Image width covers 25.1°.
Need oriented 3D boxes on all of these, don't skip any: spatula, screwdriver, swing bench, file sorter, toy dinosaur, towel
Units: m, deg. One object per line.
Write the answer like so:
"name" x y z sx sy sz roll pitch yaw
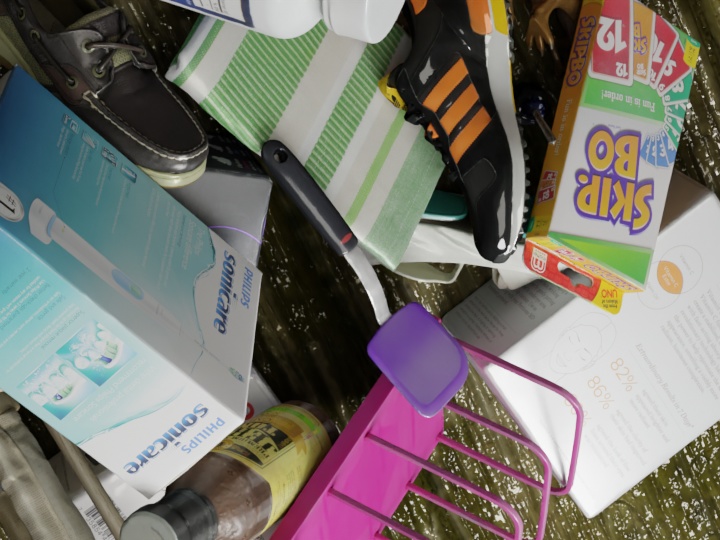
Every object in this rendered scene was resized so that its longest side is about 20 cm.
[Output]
"spatula" 0.000 0.000 1.020 0.056 0.020 0.201 -42 104 -29
"screwdriver" 0.119 -0.101 1.047 0.029 0.200 0.028 -22 102 1
"swing bench" -0.228 0.176 0.995 0.199 0.130 0.200 -33 87 -2
"file sorter" 0.048 0.162 1.057 0.201 0.124 0.140 -54 156 -31
"toy dinosaur" 0.143 -0.198 1.109 0.106 0.060 0.202 -26 115 -31
"towel" -0.021 -0.119 1.056 0.200 0.023 0.154 40 59 -24

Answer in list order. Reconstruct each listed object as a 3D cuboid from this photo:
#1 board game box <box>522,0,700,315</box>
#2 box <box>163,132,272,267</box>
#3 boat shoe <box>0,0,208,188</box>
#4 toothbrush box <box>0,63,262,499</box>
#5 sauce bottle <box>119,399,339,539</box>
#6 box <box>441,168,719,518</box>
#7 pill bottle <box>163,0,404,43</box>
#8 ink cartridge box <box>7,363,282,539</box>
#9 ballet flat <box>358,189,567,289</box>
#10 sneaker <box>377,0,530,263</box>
"board game box" 0.166 -0.079 1.068 0.095 0.030 0.202 25 74 -32
"box" -0.169 -0.028 1.038 0.198 0.106 0.124 7 106 -17
"boat shoe" -0.166 -0.130 0.975 0.200 0.073 0.065 40 130 9
"toothbrush box" -0.155 0.006 0.908 0.085 0.147 0.200 -39 116 24
"sauce bottle" -0.076 0.133 0.982 0.064 0.200 0.066 5 103 22
"box" 0.188 0.046 1.164 0.199 0.106 0.153 -37 113 -1
"pill bottle" -0.070 -0.203 0.959 0.198 0.111 0.112 20 104 14
"ink cartridge box" -0.125 0.164 1.126 0.199 0.084 0.146 -35 114 -2
"ballet flat" 0.081 -0.020 1.123 0.197 0.070 0.070 6 107 3
"sneaker" 0.057 -0.102 1.063 0.089 0.070 0.203 -5 84 -5
